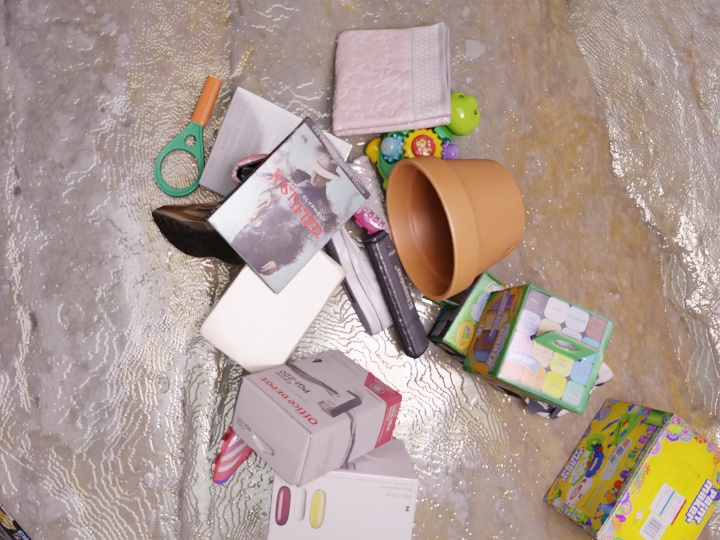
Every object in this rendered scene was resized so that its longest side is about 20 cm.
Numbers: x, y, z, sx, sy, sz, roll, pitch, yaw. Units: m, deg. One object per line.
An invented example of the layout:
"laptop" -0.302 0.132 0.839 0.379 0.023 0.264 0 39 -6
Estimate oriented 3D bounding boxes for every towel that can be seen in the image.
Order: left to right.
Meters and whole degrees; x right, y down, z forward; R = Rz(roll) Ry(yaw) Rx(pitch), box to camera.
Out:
"towel" 0.049 -0.305 0.958 0.186 0.032 0.204 -3 62 10

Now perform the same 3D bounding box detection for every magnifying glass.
"magnifying glass" -0.270 -0.215 0.979 0.078 0.022 0.204 20 85 -3

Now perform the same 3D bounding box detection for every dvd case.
"dvd case" -0.095 -0.089 0.842 0.200 0.022 0.146 -47 114 -13

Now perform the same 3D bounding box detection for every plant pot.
"plant pot" 0.140 -0.075 0.871 0.137 0.200 0.204 -18 87 -18

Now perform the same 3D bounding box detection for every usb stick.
"usb stick" 0.058 0.038 0.936 0.055 0.032 0.204 -33 106 -48

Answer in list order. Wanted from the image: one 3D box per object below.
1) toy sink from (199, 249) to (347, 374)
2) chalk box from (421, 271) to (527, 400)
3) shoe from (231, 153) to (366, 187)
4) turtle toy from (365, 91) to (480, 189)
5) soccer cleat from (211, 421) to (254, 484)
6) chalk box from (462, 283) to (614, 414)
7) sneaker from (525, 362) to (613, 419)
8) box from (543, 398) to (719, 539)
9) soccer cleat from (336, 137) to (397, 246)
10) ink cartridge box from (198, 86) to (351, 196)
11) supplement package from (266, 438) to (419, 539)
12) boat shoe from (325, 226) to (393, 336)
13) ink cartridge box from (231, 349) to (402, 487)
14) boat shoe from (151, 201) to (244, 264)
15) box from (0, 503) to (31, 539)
"toy sink" -0.135 0.043 0.913 0.130 0.112 0.202 37 80 -13
"chalk box" 0.187 0.085 0.942 0.198 0.125 0.125 36 83 -2
"shoe" -0.088 -0.128 0.891 0.195 0.091 0.073 8 100 -1
"turtle toy" 0.108 -0.200 0.971 0.200 0.101 0.146 -44 90 -7
"soccer cleat" -0.161 0.236 0.928 0.075 0.067 0.203 26 81 -7
"chalk box" 0.230 0.100 0.782 0.122 0.200 0.126 24 84 -2
"sneaker" 0.303 0.172 0.921 0.129 0.199 0.080 -41 70 3
"box" 0.406 0.318 0.907 0.121 0.193 0.201 37 83 -1
"soccer cleat" 0.005 -0.126 0.964 0.200 0.070 0.087 44 103 1
"ink cartridge box" -0.134 -0.167 0.955 0.197 0.057 0.165 25 99 -8
"supplement package" -0.029 0.315 0.878 0.195 0.156 0.114 7 94 -5
"boat shoe" 0.000 0.000 0.965 0.064 0.073 0.203 -26 99 -14
"ink cartridge box" -0.058 0.195 0.846 0.144 0.198 0.086 29 114 33
"boat shoe" -0.227 -0.065 0.920 0.197 0.077 0.074 17 50 28
"box" -0.575 0.449 0.878 0.199 0.050 0.199 -41 89 -7
